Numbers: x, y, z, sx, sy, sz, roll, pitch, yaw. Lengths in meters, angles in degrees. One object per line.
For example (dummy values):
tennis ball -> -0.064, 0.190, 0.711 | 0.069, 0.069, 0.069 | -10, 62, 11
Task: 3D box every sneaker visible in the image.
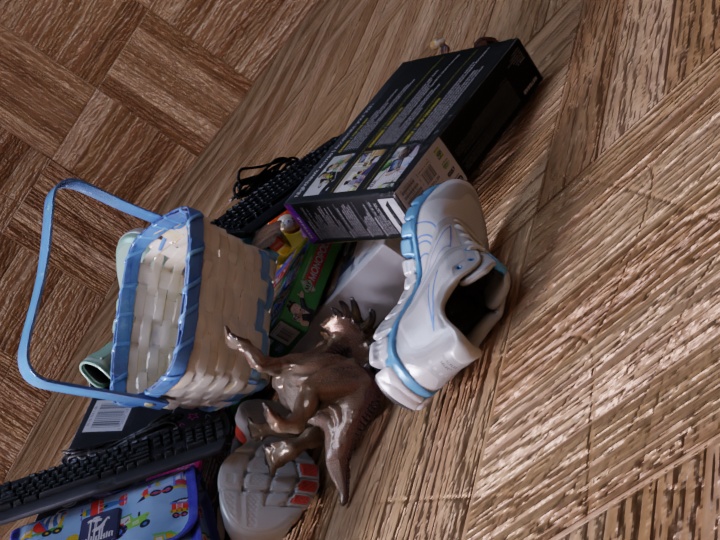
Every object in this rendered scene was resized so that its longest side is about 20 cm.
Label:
sneaker -> -0.217, 0.053, 1.251 | 0.074, 0.202, 0.118 | -25, -14, 34
sneaker -> -0.076, 0.178, 1.048 | 0.200, 0.077, 0.082 | -83, 8, -71
sneaker -> 0.072, 0.004, 0.912 | 0.086, 0.075, 0.201 | -32, 31, 38

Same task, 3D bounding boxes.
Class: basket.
basket -> -0.173, 0.032, 1.076 | 0.139, 0.199, 0.177 | -25, 51, 46

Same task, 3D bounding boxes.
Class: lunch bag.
lunch bag -> -0.173, 0.227, 0.943 | 0.150, 0.094, 0.200 | -22, 34, -1

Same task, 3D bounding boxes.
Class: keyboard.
keyboard -> -0.074, -0.086, 1.196 | 0.104, 0.040, 0.200 | -9, 22, 45
keyboard -> -0.199, 0.150, 1.046 | 0.199, 0.021, 0.127 | -17, 10, -6

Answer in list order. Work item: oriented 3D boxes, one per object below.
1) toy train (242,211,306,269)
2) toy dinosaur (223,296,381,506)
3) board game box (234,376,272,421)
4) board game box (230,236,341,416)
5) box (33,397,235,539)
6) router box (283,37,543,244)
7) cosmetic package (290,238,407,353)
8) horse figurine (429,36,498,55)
toy train -> -0.061, -0.054, 1.230 | 0.200, 0.056, 0.150 | -27, -15, -45
toy dinosaur -> -0.020, 0.089, 1.014 | 0.200, 0.135, 0.086 | -129, 28, -56
board game box -> -0.141, 0.121, 1.400 | 0.165, 0.057, 0.201 | -42, 20, 53
board game box -> -0.088, 0.056, 1.210 | 0.200, 0.029, 0.135 | -49, 16, 42
box -> -0.184, 0.204, 1.119 | 0.200, 0.131, 0.115 | -77, -19, -58
router box -> 0.045, -0.110, 1.123 | 0.149, 0.051, 0.200 | -1, 43, 51
cosmetic package -> 0.000, 0.000, 1.194 | 0.200, 0.052, 0.151 | -47, 14, 38
horse figurine -> 0.067, -0.160, 1.313 | 0.200, 0.050, 0.133 | -49, 26, 6
